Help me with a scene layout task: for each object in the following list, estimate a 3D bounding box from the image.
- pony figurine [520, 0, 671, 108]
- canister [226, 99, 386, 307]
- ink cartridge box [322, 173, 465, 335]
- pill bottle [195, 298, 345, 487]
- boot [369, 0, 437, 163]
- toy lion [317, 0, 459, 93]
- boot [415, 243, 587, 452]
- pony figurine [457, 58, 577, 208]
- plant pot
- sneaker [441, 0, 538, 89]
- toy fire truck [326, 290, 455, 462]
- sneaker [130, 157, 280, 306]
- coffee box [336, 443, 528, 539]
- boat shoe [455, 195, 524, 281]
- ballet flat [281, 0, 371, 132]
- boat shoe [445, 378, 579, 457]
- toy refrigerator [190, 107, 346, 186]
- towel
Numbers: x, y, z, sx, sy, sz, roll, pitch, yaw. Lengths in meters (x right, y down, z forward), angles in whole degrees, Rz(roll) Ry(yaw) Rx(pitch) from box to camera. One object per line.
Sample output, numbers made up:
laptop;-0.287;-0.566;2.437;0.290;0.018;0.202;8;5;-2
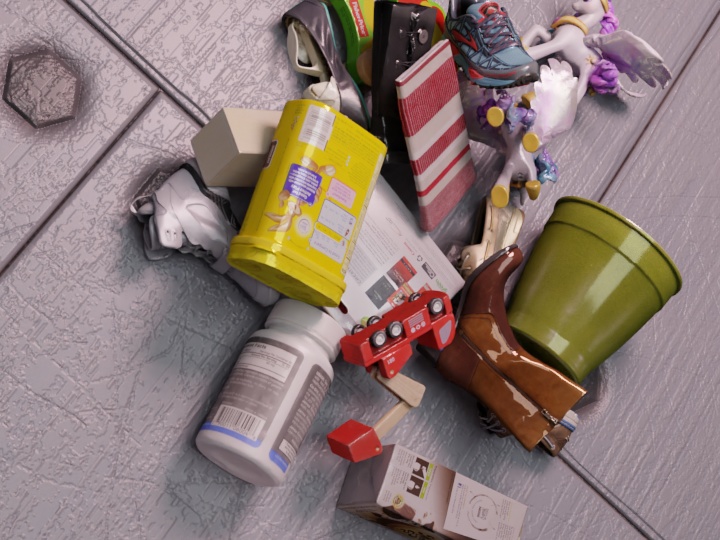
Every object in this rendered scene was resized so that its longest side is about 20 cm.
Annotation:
pony figurine;0.313;-0.292;1.919;0.200;0.167;0.193;-41;93;-12
canister;-0.057;-0.077;1.600;0.148;0.086;0.201;30;72;-40
ink cartridge box;0.000;0.000;1.728;0.175;0.084;0.200;-42;99;-25
pill bottle;-0.100;0.141;1.631;0.113;0.114;0.201;35;66;-16
boot;0.071;-0.237;1.771;0.164;0.065;0.202;-6;100;-56
toy lion;0.045;-0.319;1.835;0.191;0.069;0.201;-18;90;-36
boot;0.196;0.092;1.714;0.200;0.068;0.189;39;90;13
pony figurine;0.202;-0.175;1.807;0.165;0.200;0.195;-3;96;11
plant pot;0.284;0.041;1.817;0.200;0.200;0.193;41;76;-14
sneaker;0.158;-0.296;1.765;0.079;0.200;0.096;-16;124;-23
toy fire truck;0.039;0.124;1.658;0.199;0.049;0.142;-28;114;-29
sneaker;-0.186;-0.027;1.647;0.115;0.075;0.201;-33;90;-28
coffee box;0.088;0.288;1.696;0.199;0.113;0.080;27;69;-19
boat shoe;0.155;-0.006;1.820;0.065;0.072;0.201;27;66;-10
ballet flat;-0.051;-0.248;1.764;0.073;0.073;0.201;-16;81;-29
boat shoe;0.191;0.180;1.795;0.199;0.072;0.073;26;79;-14
toy refrigerator;-0.100;-0.149;1.678;0.199;0.076;0.070;-3;64;-44
towel;0.092;-0.168;1.726;0.144;0.023;0.201;-48;132;-49
